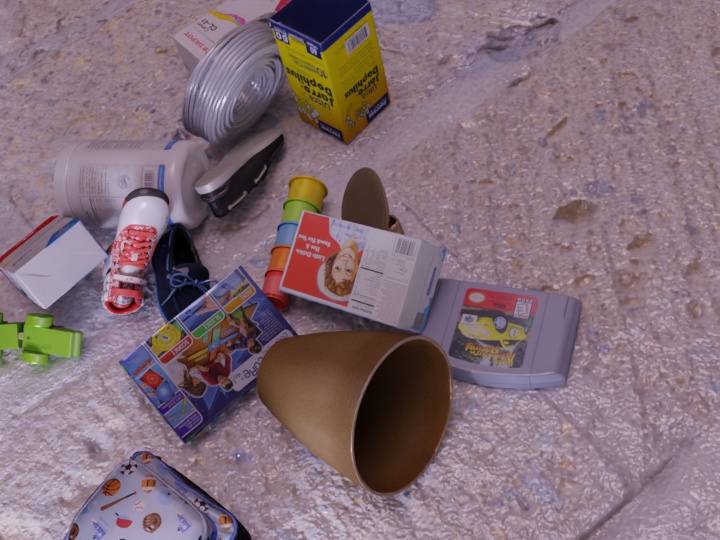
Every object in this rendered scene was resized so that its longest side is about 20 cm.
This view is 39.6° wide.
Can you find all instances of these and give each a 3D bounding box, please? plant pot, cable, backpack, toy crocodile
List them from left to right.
[{"bbox_3d":[-0.480,0.091,1.404,0.199,0.062,0.068,3,95,14],"label":"toy crocodile"},{"bbox_3d":[-0.242,0.321,1.118,0.200,0.154,0.191,30,76,26],"label":"backpack"},{"bbox_3d":[-0.187,-0.281,1.519,0.069,0.200,0.200,36,38,12],"label":"cable"},{"bbox_3d":[-0.022,0.148,1.191,0.199,0.187,0.187,13,57,40],"label":"plant pot"}]

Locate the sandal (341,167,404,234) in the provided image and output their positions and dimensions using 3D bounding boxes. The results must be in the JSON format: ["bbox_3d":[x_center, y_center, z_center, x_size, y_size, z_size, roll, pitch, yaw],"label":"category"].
[{"bbox_3d":[0.031,-0.033,1.370,0.077,0.070,0.213,-22,68,31],"label":"sandal"}]

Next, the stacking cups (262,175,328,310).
[{"bbox_3d":[-0.093,-0.039,1.402,0.060,0.061,0.201,2,57,15],"label":"stacking cups"}]

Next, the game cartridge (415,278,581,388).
[{"bbox_3d":[0.169,0.082,1.264,0.199,0.041,0.134,7,61,19],"label":"game cartridge"}]

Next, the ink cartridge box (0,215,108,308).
[{"bbox_3d":[-0.448,-0.017,1.435,0.116,0.067,0.200,-43,22,-18],"label":"ink cartridge box"}]

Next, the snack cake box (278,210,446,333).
[{"bbox_3d":[0.000,0.000,1.298,0.199,0.067,0.115,17,90,35],"label":"snack cake box"}]

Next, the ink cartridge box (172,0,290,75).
[{"bbox_3d":[-0.186,-0.381,1.658,0.200,0.086,0.148,-37,55,-16],"label":"ink cartridge box"}]

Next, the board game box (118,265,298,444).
[{"bbox_3d":[-0.191,0.108,1.293,0.200,0.034,0.136,-39,86,-15],"label":"board game box"}]

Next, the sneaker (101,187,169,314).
[{"bbox_3d":[-0.308,-0.018,1.371,0.067,0.201,0.108,10,54,-25],"label":"sneaker"}]

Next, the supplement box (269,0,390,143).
[{"bbox_3d":[-0.041,-0.311,1.497,0.109,0.200,0.110,32,66,31],"label":"supplement box"}]

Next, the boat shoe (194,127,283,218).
[{"bbox_3d":[-0.171,-0.150,1.498,0.074,0.060,0.200,-9,28,34],"label":"boat shoe"}]

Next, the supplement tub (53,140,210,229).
[{"bbox_3d":[-0.333,-0.128,1.480,0.199,0.132,0.132,2,55,16],"label":"supplement tub"}]

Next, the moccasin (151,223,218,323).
[{"bbox_3d":[-0.246,0.014,1.376,0.068,0.080,0.200,-55,48,29],"label":"moccasin"}]
